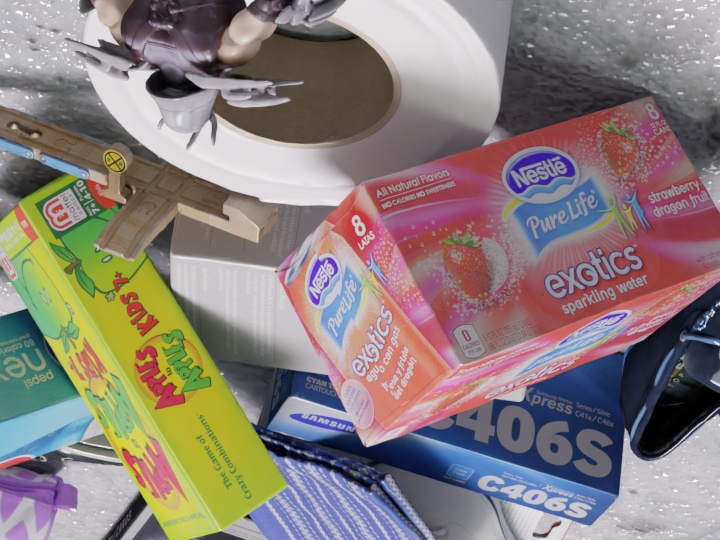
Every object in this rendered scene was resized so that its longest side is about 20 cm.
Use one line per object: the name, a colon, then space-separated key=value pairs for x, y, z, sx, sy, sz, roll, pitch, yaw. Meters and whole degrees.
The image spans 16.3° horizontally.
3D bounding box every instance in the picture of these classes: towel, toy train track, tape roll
towel: x=-0.017 y=0.148 z=1.457 sx=0.200 sy=0.024 sz=0.145 roll=15 pitch=147 yaw=51
toy train track: x=-0.135 y=-0.065 z=1.287 sx=0.199 sy=0.115 sz=0.033 roll=20 pitch=131 yaw=16
tape roll: x=-0.028 y=-0.116 z=1.196 sx=0.201 sy=0.071 sz=0.203 roll=6 pitch=146 yaw=4

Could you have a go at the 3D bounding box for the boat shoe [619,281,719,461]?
boat shoe: x=0.204 y=0.042 z=1.332 sx=0.084 sy=0.069 sz=0.200 roll=15 pitch=145 yaw=-10

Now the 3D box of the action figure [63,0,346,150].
action figure: x=-0.065 y=-0.148 z=1.065 sx=0.130 sy=0.069 sz=0.201 roll=10 pitch=106 yaw=21

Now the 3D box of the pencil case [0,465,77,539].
pencil case: x=-0.290 y=0.136 z=1.624 sx=0.199 sy=0.084 sz=0.086 roll=23 pitch=121 yaw=-22

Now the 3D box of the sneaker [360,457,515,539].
sneaker: x=0.054 y=0.165 z=1.497 sx=0.073 sy=0.071 sz=0.200 roll=-8 pitch=143 yaw=23

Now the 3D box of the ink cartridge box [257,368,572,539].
ink cartridge box: x=0.035 y=0.116 z=1.540 sx=0.199 sy=0.051 sz=0.109 roll=12 pitch=146 yaw=-6

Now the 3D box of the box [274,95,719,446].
box: x=0.074 y=-0.003 z=1.219 sx=0.200 sy=0.103 sz=0.095 roll=-17 pitch=163 yaw=-38

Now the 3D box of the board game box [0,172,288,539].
board game box: x=-0.123 y=0.047 z=1.351 sx=0.200 sy=0.048 sz=0.102 roll=59 pitch=159 yaw=-2

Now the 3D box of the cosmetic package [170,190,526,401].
cosmetic package: x=0.000 y=0.000 z=1.348 sx=0.199 sy=0.090 sz=0.107 roll=7 pitch=147 yaw=-1

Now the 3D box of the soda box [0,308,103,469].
soda box: x=-0.202 y=0.069 z=1.406 sx=0.200 sy=0.064 sz=0.068 roll=-17 pitch=156 yaw=-42

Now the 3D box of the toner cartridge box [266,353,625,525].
toner cartridge box: x=0.053 y=0.069 z=1.426 sx=0.199 sy=0.095 sz=0.043 roll=17 pitch=145 yaw=-12

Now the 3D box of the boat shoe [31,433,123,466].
boat shoe: x=-0.203 y=0.081 z=1.524 sx=0.198 sy=0.075 sz=0.066 roll=12 pitch=150 yaw=-7

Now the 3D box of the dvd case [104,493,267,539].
dvd case: x=-0.101 y=0.205 z=1.726 sx=0.150 sy=0.025 sz=0.200 roll=20 pitch=144 yaw=-14

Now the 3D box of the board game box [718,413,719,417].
board game box: x=0.238 y=0.047 z=1.413 sx=0.104 sy=0.024 sz=0.200 roll=-7 pitch=143 yaw=24
